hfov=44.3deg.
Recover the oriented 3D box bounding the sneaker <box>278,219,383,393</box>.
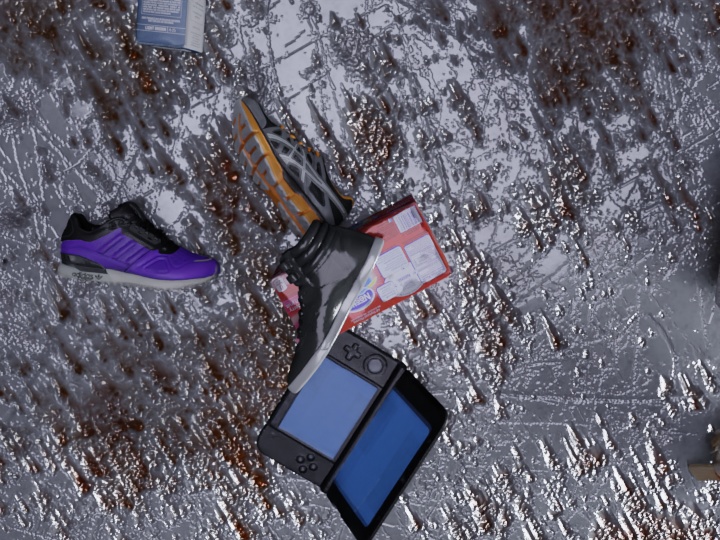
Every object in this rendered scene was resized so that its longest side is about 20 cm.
[{"bbox_3d":[-0.060,0.033,1.002,0.099,0.071,0.201,27,94,-3],"label":"sneaker"}]

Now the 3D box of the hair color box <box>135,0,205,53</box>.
[{"bbox_3d":[-0.210,-0.355,1.006,0.060,0.100,0.202,6,100,0],"label":"hair color box"}]

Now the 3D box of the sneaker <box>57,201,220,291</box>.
[{"bbox_3d":[-0.270,-0.033,1.082,0.198,0.070,0.101,5,98,-2],"label":"sneaker"}]

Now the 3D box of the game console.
[{"bbox_3d":[-0.016,0.200,1.104,0.175,0.116,0.201,32,98,-6],"label":"game console"}]

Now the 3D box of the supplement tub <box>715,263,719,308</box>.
[{"bbox_3d":[0.509,-0.042,1.049,0.144,0.145,0.202,4,101,-1],"label":"supplement tub"}]

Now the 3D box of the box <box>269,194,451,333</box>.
[{"bbox_3d":[0.000,0.000,1.077,0.199,0.096,0.100,-28,99,5],"label":"box"}]

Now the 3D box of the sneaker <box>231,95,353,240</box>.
[{"bbox_3d":[-0.086,-0.127,1.071,0.077,0.078,0.201,-35,95,-22],"label":"sneaker"}]

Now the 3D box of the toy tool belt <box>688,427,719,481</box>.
[{"bbox_3d":[0.538,0.271,1.137,0.199,0.125,0.123,28,131,-2],"label":"toy tool belt"}]
